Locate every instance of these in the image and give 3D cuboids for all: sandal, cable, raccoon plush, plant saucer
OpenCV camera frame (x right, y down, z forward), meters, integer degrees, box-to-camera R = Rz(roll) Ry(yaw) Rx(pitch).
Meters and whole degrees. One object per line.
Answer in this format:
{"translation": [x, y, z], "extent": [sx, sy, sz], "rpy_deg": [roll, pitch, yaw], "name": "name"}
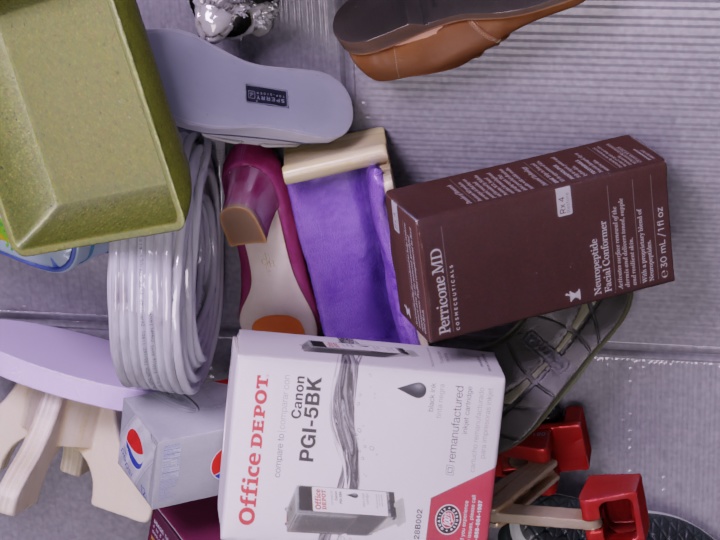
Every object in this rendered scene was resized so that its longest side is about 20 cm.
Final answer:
{"translation": [0.136, 0.072, 1.632], "extent": [0.201, 0.057, 0.080], "rpy_deg": [-42, 80, 7], "name": "sandal"}
{"translation": [-0.147, -0.006, 1.586], "extent": [0.069, 0.200, 0.201], "rpy_deg": [3, 115, 4], "name": "cable"}
{"translation": [-0.057, -0.250, 1.536], "extent": [0.200, 0.134, 0.097], "rpy_deg": [-43, 84, -5], "name": "raccoon plush"}
{"translation": [-0.201, -0.120, 1.476], "extent": [0.200, 0.048, 0.200], "rpy_deg": [-8, 104, 45], "name": "plant saucer"}

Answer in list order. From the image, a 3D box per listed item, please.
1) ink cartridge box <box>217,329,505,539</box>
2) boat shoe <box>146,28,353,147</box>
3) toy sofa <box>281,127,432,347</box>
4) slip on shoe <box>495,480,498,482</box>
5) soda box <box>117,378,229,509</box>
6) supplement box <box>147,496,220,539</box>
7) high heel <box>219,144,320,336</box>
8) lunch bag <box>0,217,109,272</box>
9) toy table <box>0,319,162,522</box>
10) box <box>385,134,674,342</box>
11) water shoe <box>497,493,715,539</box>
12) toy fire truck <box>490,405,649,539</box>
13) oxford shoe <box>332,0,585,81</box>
{"translation": [-0.002, 0.130, 1.549], "extent": [0.199, 0.083, 0.147], "rpy_deg": [5, 101, -4], "name": "ink cartridge box"}
{"translation": [-0.104, -0.124, 1.548], "extent": [0.199, 0.074, 0.065], "rpy_deg": [15, 159, -29], "name": "boat shoe"}
{"translation": [0.000, 0.000, 1.606], "extent": [0.082, 0.098, 0.201], "rpy_deg": [-11, 114, 4], "name": "toy sofa"}
{"translation": [0.035, 0.203, 1.723], "extent": [0.200, 0.076, 0.061], "rpy_deg": [-23, 96, 29], "name": "slip on shoe"}
{"translation": [-0.086, 0.125, 1.643], "extent": [0.199, 0.068, 0.064], "rpy_deg": [-9, 123, -29], "name": "soda box"}
{"translation": [-0.107, 0.279, 1.729], "extent": [0.103, 0.131, 0.201], "rpy_deg": [47, 137, 39], "name": "supplement box"}
{"translation": [-0.069, -0.015, 1.662], "extent": [0.067, 0.096, 0.200], "rpy_deg": [-6, 134, 19], "name": "high heel"}
{"translation": [-0.251, -0.106, 1.609], "extent": [0.160, 0.082, 0.201], "rpy_deg": [17, 119, 31], "name": "lunch bag"}
{"translation": [-0.237, 0.122, 1.694], "extent": [0.199, 0.184, 0.118], "rpy_deg": [19, 103, 23], "name": "toy table"}
{"translation": [0.126, -0.025, 1.537], "extent": [0.199, 0.075, 0.101], "rpy_deg": [-14, 114, -13], "name": "box"}
{"translation": [0.210, 0.230, 1.703], "extent": [0.199, 0.072, 0.079], "rpy_deg": [21, 155, -9], "name": "water shoe"}
{"translation": [0.126, 0.163, 1.636], "extent": [0.199, 0.141, 0.049], "rpy_deg": [-6, 118, 15], "name": "toy fire truck"}
{"translation": [0.085, -0.187, 1.533], "extent": [0.199, 0.072, 0.071], "rpy_deg": [-13, 139, 18], "name": "oxford shoe"}
